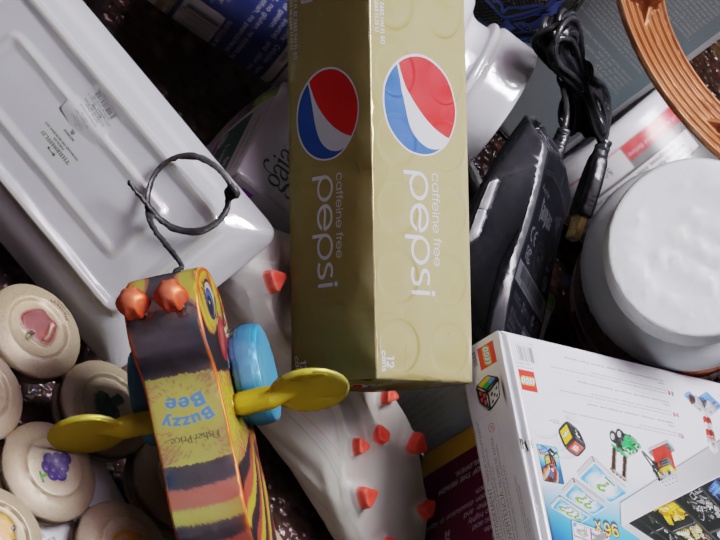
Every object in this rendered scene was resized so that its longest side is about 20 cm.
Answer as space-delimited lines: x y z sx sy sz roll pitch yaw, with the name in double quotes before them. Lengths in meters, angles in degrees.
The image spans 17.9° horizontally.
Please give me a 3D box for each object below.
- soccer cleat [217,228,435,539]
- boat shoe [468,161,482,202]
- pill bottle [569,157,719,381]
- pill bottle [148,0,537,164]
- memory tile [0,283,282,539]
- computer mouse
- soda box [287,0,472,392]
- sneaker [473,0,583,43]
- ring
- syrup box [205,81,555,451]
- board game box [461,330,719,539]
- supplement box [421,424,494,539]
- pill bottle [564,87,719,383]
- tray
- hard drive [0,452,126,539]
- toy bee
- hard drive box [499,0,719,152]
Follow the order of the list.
"soccer cleat" -0.026 0.068 1.170 0.069 0.077 0.200 -40 111 -43
"boat shoe" 0.034 -0.070 1.309 0.073 0.065 0.200 -20 77 -46
"pill bottle" 0.170 0.003 1.227 0.109 0.200 0.110 0 82 2
"pill bottle" -0.009 -0.139 1.225 0.200 0.111 0.111 34 45 -9
"memory tile" -0.126 0.110 1.049 0.200 0.017 0.153 47 42 -7
"computer mouse" 0.087 -0.028 1.216 0.140 0.046 0.200 45 56 -66
"soda box" 0.009 -0.042 1.117 0.068 0.064 0.201 5 81 -42
"sneaker" 0.058 -0.198 1.355 0.200 0.075 0.078 37 0 39
"ring" 0.215 -0.126 1.243 0.200 0.019 0.201 23 50 -29
"syrup box" 0.000 0.000 1.222 0.200 0.081 0.079 39 43 -17
"board game box" 0.140 0.108 1.147 0.200 0.035 0.127 15 56 -40
"supplement box" 0.104 0.182 1.174 0.131 0.103 0.200 30 46 -26
"pill bottle" 0.211 -0.010 1.388 0.200 0.114 0.114 52 42 -1
"tray" -0.144 -0.060 1.115 0.107 0.022 0.200 -40 83 -5
"hard drive" -0.128 0.180 1.030 0.132 0.027 0.200 -20 77 -47
"toy bee" -0.085 0.045 1.030 0.200 0.131 0.109 58 4 12
"hard drive box" 0.176 -0.172 1.402 0.077 0.200 0.156 47 44 -7
